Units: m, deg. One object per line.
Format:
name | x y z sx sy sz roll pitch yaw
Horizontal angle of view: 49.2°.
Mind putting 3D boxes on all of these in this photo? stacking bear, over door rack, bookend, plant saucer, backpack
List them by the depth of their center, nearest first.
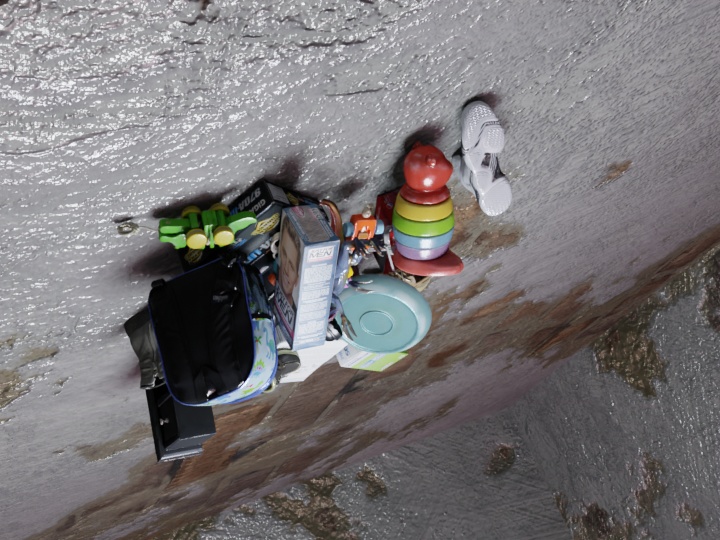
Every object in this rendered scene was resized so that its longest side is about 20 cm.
backpack | -0.214 0.103 1.213 0.180 0.204 0.147 -19 163 16
stacking bear | 0.108 -0.106 1.288 0.111 0.122 0.204 -7 120 -12
over door rack | 0.000 0.000 1.415 0.144 0.067 0.202 -2 133 13
plant saucer | 0.031 0.088 1.428 0.196 0.028 0.203 5 134 5
bookend | -0.322 0.228 1.456 0.091 0.204 0.198 -3 159 -34

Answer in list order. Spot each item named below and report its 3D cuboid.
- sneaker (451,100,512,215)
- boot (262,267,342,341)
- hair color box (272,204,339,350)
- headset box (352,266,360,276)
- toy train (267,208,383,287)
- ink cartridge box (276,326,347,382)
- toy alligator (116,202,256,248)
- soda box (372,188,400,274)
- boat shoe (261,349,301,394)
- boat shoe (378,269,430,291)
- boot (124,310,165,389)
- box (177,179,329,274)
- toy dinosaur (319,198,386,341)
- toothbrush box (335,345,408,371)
sneaker | 0.191 -0.197 1.309 0.074 0.115 0.202 -23 124 -5
boot | -0.151 0.095 1.389 0.168 0.200 0.076 -44 -173 7
hair color box | -0.087 0.012 1.203 0.059 0.100 0.203 -8 129 -24
headset box | -0.078 0.057 1.561 0.197 0.076 0.149 -21 157 -13
toy train | -0.064 -0.038 1.287 0.196 0.056 0.153 -9 129 -24
ink cartridge box | -0.140 0.169 1.580 0.198 0.044 0.173 3 145 -47
toy alligator | -0.248 -0.053 1.136 0.196 0.060 0.055 -8 139 -16
soda box | 0.065 -0.071 1.453 0.069 0.064 0.201 -20 156 -13
boat shoe | -0.179 0.195 1.444 0.199 0.066 0.072 -2 141 -52
boat shoe | 0.083 0.016 1.671 0.198 0.072 0.065 -17 155 -49
boot | -0.313 0.111 1.341 0.199 0.132 0.067 -35 157 22
box | -0.169 -0.054 1.253 0.199 0.047 0.158 -36 157 21
toy dinosaur | -0.039 0.007 1.271 0.181 0.202 0.105 -37 178 33
toothbrush box | 0.006 0.133 1.729 0.085 0.148 0.199 -33 157 20
